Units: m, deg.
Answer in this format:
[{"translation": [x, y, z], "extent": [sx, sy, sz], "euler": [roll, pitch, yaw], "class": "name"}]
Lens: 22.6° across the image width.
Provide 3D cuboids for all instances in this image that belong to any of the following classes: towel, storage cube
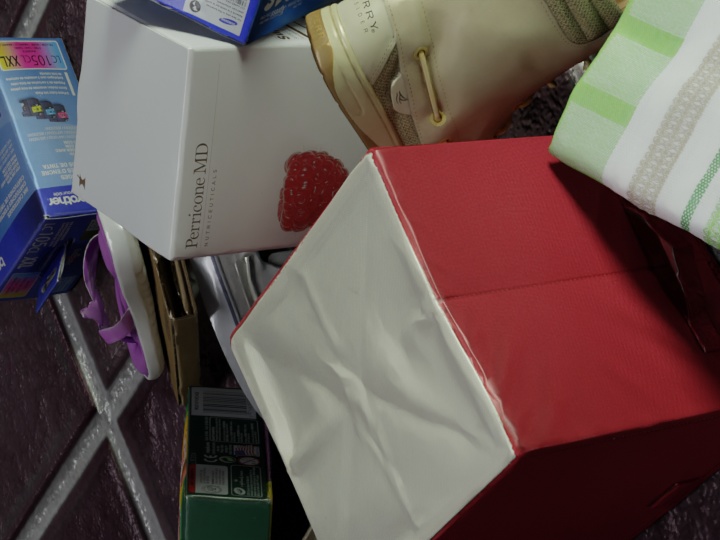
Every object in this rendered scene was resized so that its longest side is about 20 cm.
[{"translation": [0.182, -0.081, 0.798], "extent": [0.200, 0.031, 0.149], "euler": [32, 94, 44], "class": "towel"}, {"translation": [0.068, 0.051, 0.905], "extent": [0.200, 0.179, 0.171], "euler": [-50, 56, 44], "class": "storage cube"}]

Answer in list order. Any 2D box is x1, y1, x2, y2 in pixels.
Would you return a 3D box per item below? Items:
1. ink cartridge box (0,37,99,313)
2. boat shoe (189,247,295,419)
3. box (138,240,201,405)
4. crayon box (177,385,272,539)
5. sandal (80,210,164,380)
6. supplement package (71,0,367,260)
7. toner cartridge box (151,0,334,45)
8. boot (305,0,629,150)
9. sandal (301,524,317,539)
[{"translation": [-0.262, -0.067, 1.436], "extent": [0.136, 0.076, 0.200], "euler": [-47, 60, 47], "class": "ink cartridge box"}, {"translation": [-0.064, 0.005, 1.173], "extent": [0.070, 0.071, 0.200], "euler": [-18, 101, 11], "class": "boat shoe"}, {"translation": [-0.139, -0.010, 1.243], "extent": [0.200, 0.021, 0.164], "euler": [101, 154, -70], "class": "box"}, {"translation": [-0.092, 0.190, 1.177], "extent": [0.200, 0.058, 0.173], "euler": [-107, 21, -74], "class": "crayon box"}, {"translation": [-0.172, 0.013, 1.245], "extent": [0.203, 0.050, 0.083], "euler": [91, 162, -59], "class": "sandal"}, {"translation": [-0.047, -0.088, 1.024], "extent": [0.120, 0.200, 0.122], "euler": [32, 121, 48], "class": "supplement package"}, {"translation": [-0.057, -0.183, 1.006], "extent": [0.095, 0.200, 0.043], "euler": [28, 117, 11], "class": "toner cartridge box"}, {"translation": [0.079, -0.096, 0.941], "extent": [0.155, 0.200, 0.073], "euler": [-26, 47, 11], "class": "boot"}, {"translation": [-0.016, 0.194, 1.028], "extent": [0.080, 0.054, 0.200], "euler": [22, 104, 25], "class": "sandal"}]
